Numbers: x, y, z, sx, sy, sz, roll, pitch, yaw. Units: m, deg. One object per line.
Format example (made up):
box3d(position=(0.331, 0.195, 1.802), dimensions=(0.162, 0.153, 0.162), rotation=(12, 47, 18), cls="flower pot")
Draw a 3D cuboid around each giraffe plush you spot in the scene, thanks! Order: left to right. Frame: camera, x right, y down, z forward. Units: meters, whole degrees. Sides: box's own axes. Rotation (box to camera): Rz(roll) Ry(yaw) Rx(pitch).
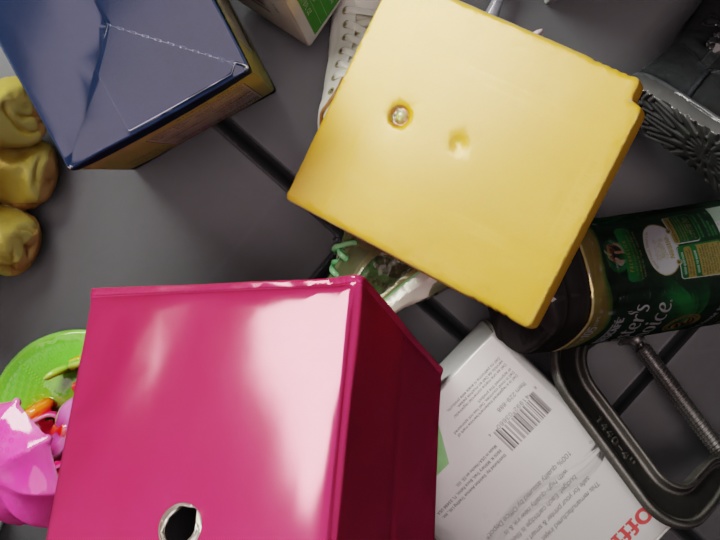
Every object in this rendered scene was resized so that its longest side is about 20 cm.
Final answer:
box3d(position=(-0.349, -0.079, 0.841), dimensions=(0.162, 0.200, 0.173), rotation=(18, 99, 28), cls="giraffe plush")

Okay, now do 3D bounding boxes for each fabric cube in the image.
box3d(position=(-0.065, 0.133, 0.748), dimensions=(0.195, 0.200, 0.200), rotation=(-2, 68, 20), cls="fabric cube")

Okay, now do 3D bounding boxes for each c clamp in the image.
box3d(position=(0.234, 0.110, 0.873), dimensions=(0.200, 0.027, 0.171), rotation=(50, 50, 4), cls="c clamp")

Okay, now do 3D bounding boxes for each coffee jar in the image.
box3d(position=(0.194, 0.005, 0.827), dimensions=(0.199, 0.104, 0.086), rotation=(-7, 70, -18), cls="coffee jar")

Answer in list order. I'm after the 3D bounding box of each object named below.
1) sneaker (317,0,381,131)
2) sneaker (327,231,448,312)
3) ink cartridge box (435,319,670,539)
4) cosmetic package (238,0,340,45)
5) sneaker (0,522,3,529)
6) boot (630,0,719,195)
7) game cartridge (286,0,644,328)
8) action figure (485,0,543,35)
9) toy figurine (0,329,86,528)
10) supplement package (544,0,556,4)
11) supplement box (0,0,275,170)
box3d(position=(0.008, -0.146, 0.857), dimensions=(0.072, 0.085, 0.201), rotation=(6, 93, 2), cls="sneaker")
box3d(position=(0.000, 0.000, 0.878), dimensions=(0.199, 0.077, 0.089), rotation=(-29, 90, -5), cls="sneaker")
box3d(position=(0.121, 0.161, 0.879), dimensions=(0.200, 0.084, 0.146), rotation=(44, 93, -3), cls="ink cartridge box")
box3d(position=(-0.022, -0.280, 0.816), dimensions=(0.085, 0.108, 0.200), rotation=(34, 89, 13), cls="cosmetic package")
box3d(position=(-0.380, 0.165, 0.885), dimensions=(0.199, 0.082, 0.074), rotation=(20, 94, -1), cls="sneaker")
box3d(position=(0.311, -0.148, 0.822), dimensions=(0.165, 0.066, 0.200), rotation=(41, 72, 13), cls="boot")
box3d(position=(0.070, -0.083, 0.768), dimensions=(0.199, 0.032, 0.177), rotation=(29, 96, 19), cls="game cartridge")
box3d(position=(0.103, -0.135, 0.860), dimensions=(0.199, 0.134, 0.149), rotation=(31, 121, -5), cls="action figure")
box3d(position=(-0.204, 0.117, 0.829), dimensions=(0.199, 0.184, 0.151), rotation=(-27, 94, 2), cls="toy figurine")
box3d(position=(0.201, -0.304, 0.784), dimensions=(0.191, 0.200, 0.148), rotation=(-24, 94, 2), cls="supplement package")
box3d(position=(-0.169, -0.187, 0.795), dimensions=(0.134, 0.200, 0.201), rotation=(-28, 94, 3), cls="supplement box")
